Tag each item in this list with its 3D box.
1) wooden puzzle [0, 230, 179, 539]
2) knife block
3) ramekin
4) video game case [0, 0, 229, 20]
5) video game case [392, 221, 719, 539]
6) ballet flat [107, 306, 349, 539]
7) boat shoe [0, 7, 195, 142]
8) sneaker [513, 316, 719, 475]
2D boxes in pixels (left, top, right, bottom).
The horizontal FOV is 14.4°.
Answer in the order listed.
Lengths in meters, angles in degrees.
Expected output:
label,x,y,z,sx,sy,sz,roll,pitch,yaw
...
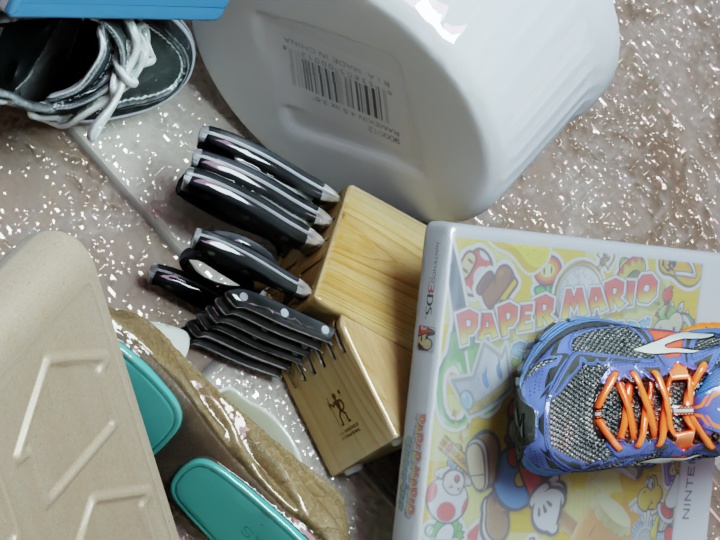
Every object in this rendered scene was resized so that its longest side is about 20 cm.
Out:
label,x,y,z,sx,sy,sz,roll,pitch,yaw
wooden puzzle,-0.149,0.111,1.202,0.185,0.046,0.201,-52,131,-47
knife block,0.000,0.000,1.382,0.200,0.064,0.176,-19,81,-37
ramekin,0.015,-0.115,1.365,0.200,0.200,0.098,42,60,-9
video game case,-0.168,-0.179,1.305,0.200,0.018,0.143,44,27,26
video game case,0.101,0.075,1.374,0.200,0.023,0.183,5,91,-40
ballet flat,-0.079,0.069,1.307,0.200,0.068,0.072,40,33,-11
boat shoe,-0.131,-0.099,1.299,0.199,0.068,0.074,15,102,-57
sneaker,0.150,0.058,1.349,0.200,0.078,0.076,-9,100,-40
